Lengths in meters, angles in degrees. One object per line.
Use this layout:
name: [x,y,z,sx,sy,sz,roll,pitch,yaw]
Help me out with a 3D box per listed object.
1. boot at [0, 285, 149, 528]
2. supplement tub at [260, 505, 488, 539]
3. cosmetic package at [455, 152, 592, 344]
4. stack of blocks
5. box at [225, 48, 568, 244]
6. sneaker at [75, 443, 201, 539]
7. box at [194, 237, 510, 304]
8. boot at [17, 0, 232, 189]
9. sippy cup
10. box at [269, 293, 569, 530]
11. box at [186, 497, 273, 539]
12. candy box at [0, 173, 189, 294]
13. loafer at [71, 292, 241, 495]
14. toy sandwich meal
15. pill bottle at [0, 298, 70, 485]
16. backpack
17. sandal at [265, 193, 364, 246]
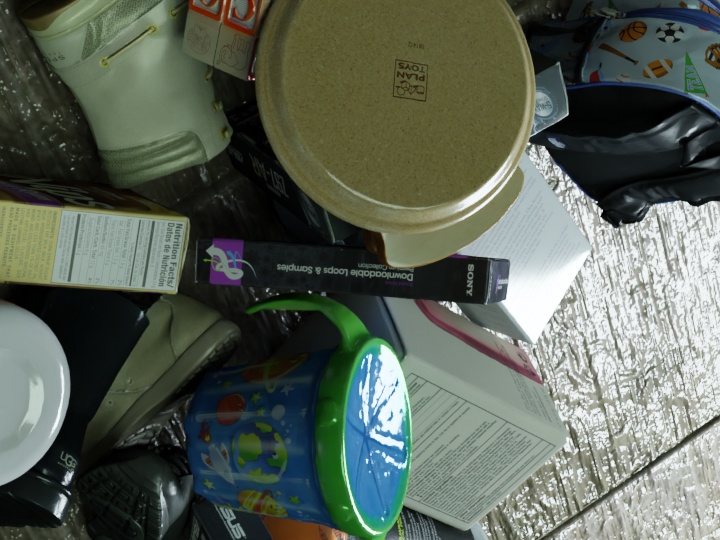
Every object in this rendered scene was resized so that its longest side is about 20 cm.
boot: [-0.247,0.087,1.021,0.076,0.199,0.169,51,47,-42]
supplement tub: [0.007,0.236,1.217,0.200,0.122,0.123,25,98,-44]
cosmetic package: [0.093,-0.040,1.161,0.102,0.071,0.200,-56,135,-15]
stack of blocks: [-0.022,-0.197,0.981,0.200,0.058,0.116,-19,129,-51]
box: [0.021,-0.109,1.052,0.200,0.160,0.044,-29,125,-18]
sneaker: [-0.153,0.159,1.089,0.091,0.076,0.200,-47,174,-24]
box: [0.000,0.000,1.042,0.199,0.143,0.036,3,91,11]
boot: [-0.112,-0.159,1.003,0.200,0.072,0.155,-33,127,-15]
sippy cup: [-0.046,0.115,1.030,0.140,0.130,0.179,48,43,-57]
box: [0.045,0.104,1.179,0.200,0.109,0.128,30,116,-38]
box: [-0.083,0.279,1.124,0.049,0.161,0.200,-18,148,-24]
candy box: [-0.226,-0.029,0.962,0.199,0.117,0.057,6,100,-34]
loafer: [-0.173,0.091,1.086,0.200,0.068,0.076,-43,166,9]
toy sandwich meal: [0.023,-0.108,0.936,0.204,0.070,0.206,2,85,-19]
pill bottle: [-0.271,0.057,0.916,0.112,0.200,0.113,-12,109,-39]
backpack: [0.230,-0.130,1.152,0.200,0.190,0.155,34,76,-38]
sandal: [0.004,-0.028,1.152,0.076,0.043,0.200,-49,128,-3]
